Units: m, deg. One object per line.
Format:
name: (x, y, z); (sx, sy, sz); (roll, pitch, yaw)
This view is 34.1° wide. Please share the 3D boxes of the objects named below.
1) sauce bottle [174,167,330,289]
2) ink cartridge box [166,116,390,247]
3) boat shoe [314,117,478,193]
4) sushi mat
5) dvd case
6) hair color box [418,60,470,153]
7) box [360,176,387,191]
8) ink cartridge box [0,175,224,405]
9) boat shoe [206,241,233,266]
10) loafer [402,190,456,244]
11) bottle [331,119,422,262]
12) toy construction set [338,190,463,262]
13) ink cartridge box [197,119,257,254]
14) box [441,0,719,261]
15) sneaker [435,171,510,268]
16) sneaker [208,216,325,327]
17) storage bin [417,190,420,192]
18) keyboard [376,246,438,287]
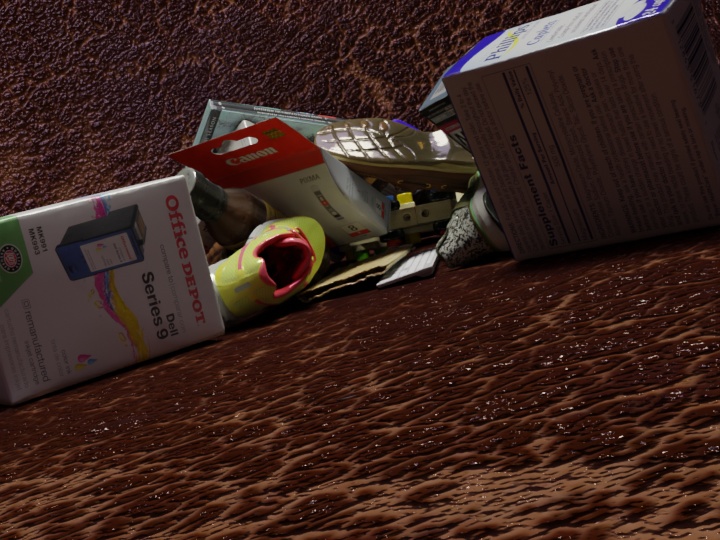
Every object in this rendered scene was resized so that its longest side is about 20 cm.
sauce bottle: (-0.115, -0.044, 1.214); (0.064, 0.065, 0.199); (-9, -30, 41)
ink cartridge box: (-0.086, -0.080, 1.252); (0.161, 0.051, 0.199); (-13, -28, 35)
boat shoe: (0.048, -0.115, 1.264); (0.198, 0.068, 0.072); (5, 45, -2)
sushi mat: (0.000, 0.000, 1.210); (0.095, 0.012, 0.200); (-20, 3, 12)
dvd case: (-0.106, -0.130, 1.400); (0.198, 0.022, 0.147); (6, -46, -26)
hair color box: (0.162, -0.124, 1.143); (0.061, 0.199, 0.099); (-55, 11, -9)
box: (-0.044, -0.080, 1.420); (0.075, 0.050, 0.200); (13, -48, -42)
ink cartridge box: (-0.231, 0.013, 0.989); (0.199, 0.147, 0.087); (-17, 7, -34)
boat shoe: (-0.141, 0.012, 1.271); (0.068, 0.072, 0.200); (-43, 11, 5)
loafer: (0.108, -0.081, 1.486); (0.068, 0.076, 0.199); (-25, 10, -37)
bottle: (0.013, -0.095, 1.480); (0.200, 0.083, 0.066); (-51, 30, 28)
toy construction set: (0.060, -0.065, 1.357); (0.198, 0.093, 0.131); (-26, -4, 4)
ink cartridge box: (-0.143, -0.070, 1.382); (0.115, 0.068, 0.200); (19, -54, -38)
box: (0.200, -0.123, 0.987); (0.198, 0.185, 0.105); (-10, 25, 34)
sneaker: (0.110, -0.048, 1.176); (0.088, 0.077, 0.200); (-33, 4, 12)
sneaker: (-0.073, -0.007, 1.121); (0.090, 0.079, 0.200); (-25, 10, 31)
storage bin: (0.141, -0.116, 1.687); (0.198, 0.095, 0.135); (-12, 5, 9)
keyboard: (0.052, -0.005, 1.190); (0.056, 0.011, 0.200); (-13, 5, 8)
